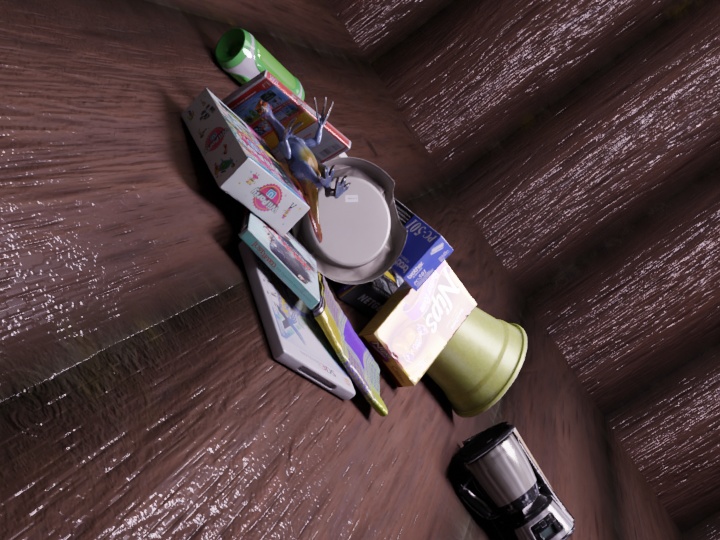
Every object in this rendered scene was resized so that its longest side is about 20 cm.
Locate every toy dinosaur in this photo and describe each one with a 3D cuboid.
[{"bbox_3d":[-0.106,-0.176,1.502,0.180,0.203,0.104,32,14,30],"label":"toy dinosaur"}]

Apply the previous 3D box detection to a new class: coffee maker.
[{"bbox_3d":[0.257,0.364,1.629,0.202,0.134,0.192,57,14,3],"label":"coffee maker"}]

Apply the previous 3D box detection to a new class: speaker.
[{"bbox_3d":[-0.189,-0.373,1.862,0.199,0.088,0.089,37,23,-51],"label":"speaker"}]

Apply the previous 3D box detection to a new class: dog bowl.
[{"bbox_3d":[-0.023,-0.078,1.586,0.202,0.199,0.059,53,-19,-8],"label":"dog bowl"}]

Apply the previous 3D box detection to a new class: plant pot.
[{"bbox_3d":[0.171,0.133,1.788,0.183,0.201,0.201,37,20,-18],"label":"plant pot"}]

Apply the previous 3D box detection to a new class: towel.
[{"bbox_3d":[-0.017,0.109,1.446,0.202,0.022,0.144,59,7,-17],"label":"towel"}]

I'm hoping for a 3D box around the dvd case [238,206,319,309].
[{"bbox_3d":[-0.116,-0.031,1.418,0.146,0.022,0.200,46,8,-14],"label":"dvd case"}]

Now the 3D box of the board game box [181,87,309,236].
[{"bbox_3d":[-0.172,-0.161,1.445,0.147,0.064,0.201,38,14,-45],"label":"board game box"}]

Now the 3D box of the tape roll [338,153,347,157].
[{"bbox_3d":[-0.063,-0.174,1.800,0.203,0.070,0.203,50,16,-19],"label":"tape roll"}]

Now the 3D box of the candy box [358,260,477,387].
[{"bbox_3d":[0.098,0.083,1.638,0.117,0.200,0.056,51,-29,-15],"label":"candy box"}]

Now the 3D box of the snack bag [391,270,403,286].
[{"bbox_3d":[0.041,-0.051,1.953,0.201,0.021,0.191,59,6,-61],"label":"snack bag"}]

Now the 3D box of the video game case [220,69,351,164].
[{"bbox_3d":[-0.131,-0.232,1.599,0.199,0.141,0.018,36,46,-34],"label":"video game case"}]

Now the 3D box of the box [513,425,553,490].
[{"bbox_3d":[0.295,0.395,1.788,0.202,0.077,0.095,59,16,9],"label":"box"}]

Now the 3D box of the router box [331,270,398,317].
[{"bbox_3d":[0.000,0.000,1.733,0.199,0.052,0.159,34,27,-56],"label":"router box"}]

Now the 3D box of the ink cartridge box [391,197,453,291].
[{"bbox_3d":[0.068,-0.052,1.659,0.044,0.094,0.200,43,0,-37],"label":"ink cartridge box"}]

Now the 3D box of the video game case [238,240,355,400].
[{"bbox_3d":[-0.088,0.069,1.369,0.182,0.022,0.202,39,23,-50],"label":"video game case"}]

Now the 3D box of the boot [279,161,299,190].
[{"bbox_3d":[-0.092,-0.158,1.634,0.197,0.076,0.074,22,32,-30],"label":"boot"}]
